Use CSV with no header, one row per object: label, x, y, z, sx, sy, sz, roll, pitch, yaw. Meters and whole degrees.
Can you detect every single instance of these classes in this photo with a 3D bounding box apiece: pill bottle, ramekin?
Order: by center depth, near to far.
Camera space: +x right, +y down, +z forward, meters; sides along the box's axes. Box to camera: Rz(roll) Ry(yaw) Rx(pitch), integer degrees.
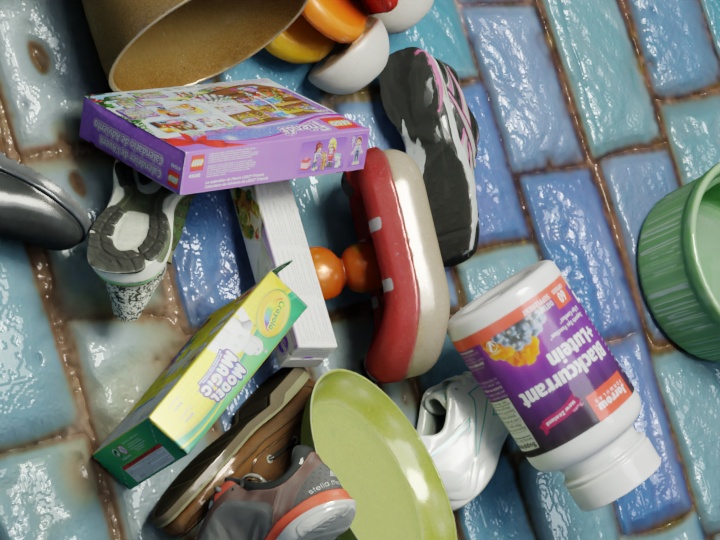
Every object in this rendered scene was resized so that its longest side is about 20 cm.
pill bottle,0.170,0.101,1.757,0.111,0.111,0.200,-36,94,-37
ramekin,0.368,-0.005,2.028,0.200,0.098,0.200,11,70,-33

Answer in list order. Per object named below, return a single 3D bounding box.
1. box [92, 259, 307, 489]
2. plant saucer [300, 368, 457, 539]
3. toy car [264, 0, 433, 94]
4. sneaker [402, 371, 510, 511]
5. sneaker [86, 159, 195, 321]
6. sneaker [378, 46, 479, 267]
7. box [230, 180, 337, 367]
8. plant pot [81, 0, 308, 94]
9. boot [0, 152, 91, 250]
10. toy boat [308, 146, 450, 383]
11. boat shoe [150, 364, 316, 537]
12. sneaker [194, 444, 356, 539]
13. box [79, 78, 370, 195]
box,-0.121,0.079,1.638,0.048,0.117,0.200,43,55,-10
plant saucer,0.010,0.176,1.678,0.200,0.031,0.200,45,28,-32
toy car,-0.009,-0.271,1.807,0.175,0.150,0.200,47,55,-14
sneaker,0.104,0.116,1.820,0.080,0.070,0.200,44,56,-13
sneaker,-0.174,-0.035,1.677,0.077,0.089,0.200,14,41,8
sneaker,0.081,-0.104,1.870,0.086,0.080,0.200,-4,87,-57
box,-0.069,-0.015,1.725,0.041,0.039,0.200,0,61,-34
plant pot,-0.166,-0.275,1.697,0.186,0.186,0.200,-18,72,-38
boot,-0.314,0.001,1.556,0.165,0.066,0.200,32,56,-14
toy boat,0.000,0.000,1.766,0.130,0.131,0.200,-12,81,-7
boat shoe,-0.087,0.156,1.667,0.068,0.072,0.200,52,54,-10
sneaker,-0.093,0.204,1.594,0.077,0.200,0.082,19,39,-62
box,-0.110,-0.113,1.688,0.200,0.137,0.039,-10,119,-42
